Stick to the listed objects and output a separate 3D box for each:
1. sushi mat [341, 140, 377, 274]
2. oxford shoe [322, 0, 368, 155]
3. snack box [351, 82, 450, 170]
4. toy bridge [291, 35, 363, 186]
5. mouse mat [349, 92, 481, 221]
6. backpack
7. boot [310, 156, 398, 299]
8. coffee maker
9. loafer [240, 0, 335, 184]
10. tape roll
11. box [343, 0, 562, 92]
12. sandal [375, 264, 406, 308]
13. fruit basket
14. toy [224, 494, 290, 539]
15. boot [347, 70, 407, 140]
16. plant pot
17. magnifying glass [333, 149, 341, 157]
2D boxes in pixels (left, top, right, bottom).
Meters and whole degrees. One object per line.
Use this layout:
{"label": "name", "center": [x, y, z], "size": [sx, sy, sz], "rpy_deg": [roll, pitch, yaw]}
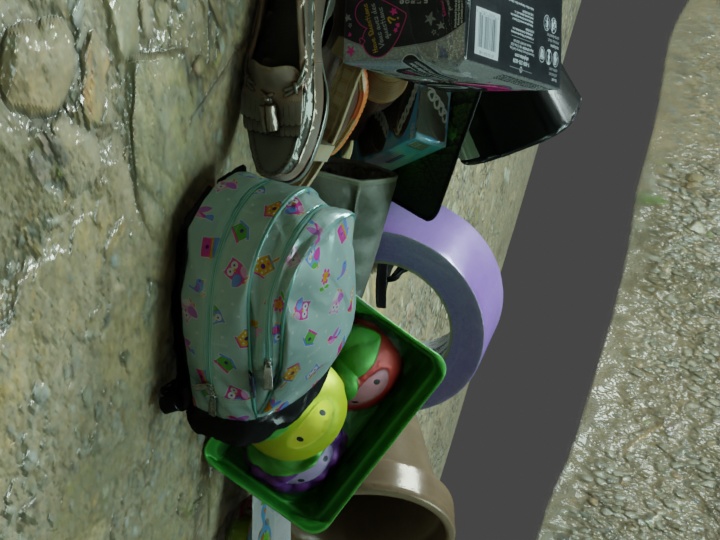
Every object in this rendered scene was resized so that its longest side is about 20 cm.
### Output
{"label": "sushi mat", "center": [-0.001, -0.071, 1.818], "size": [0.096, 0.012, 0.201], "rpy_deg": [-25, 134, -44]}
{"label": "oxford shoe", "center": [-0.036, -0.181, 1.501], "size": [0.073, 0.071, 0.201], "rpy_deg": [-25, 136, -41]}
{"label": "snack box", "center": [0.043, -0.198, 1.653], "size": [0.116, 0.037, 0.201], "rpy_deg": [-21, -121, 56]}
{"label": "toy bridge", "center": [-0.042, -0.104, 1.473], "size": [0.201, 0.027, 0.067], "rpy_deg": [-61, 168, 9]}
{"label": "mouse mat", "center": [0.051, -0.143, 1.660], "size": [0.200, 0.008, 0.162], "rpy_deg": [34, -73, 62]}
{"label": "backpack", "center": [-0.074, 0.019, 1.366], "size": [0.167, 0.126, 0.201], "rpy_deg": [-58, 157, -48]}
{"label": "boot", "center": [0.002, 0.001, 1.651], "size": [0.073, 0.181, 0.201], "rpy_deg": [-139, -120, -66]}
{"label": "coffee maker", "center": [0.141, -0.224, 1.779], "size": [0.135, 0.192, 0.200], "rpy_deg": [-43, 111, -38]}
{"label": "loafer", "center": [-0.062, -0.169, 1.363], "size": [0.063, 0.072, 0.201], "rpy_deg": [6, 92, -62]}
{"label": "tape roll", "center": [0.035, 0.033, 1.745], "size": [0.085, 0.199, 0.201], "rpy_deg": [-56, 159, -58]}
{"label": "box", "center": [0.078, -0.218, 1.449], "size": [0.200, 0.114, 0.133], "rpy_deg": [3, 90, -61]}
{"label": "sandal", "center": [0.052, -0.040, 1.880], "size": [0.075, 0.045, 0.200], "rpy_deg": [97, 9, -45]}
{"label": "fruit basket", "center": [-0.039, 0.119, 1.539], "size": [0.216, 0.155, 0.216], "rpy_deg": [-52, -171, 12]}
{"label": "toy", "center": [-0.102, 0.242, 1.731], "size": [0.115, 0.047, 0.201], "rpy_deg": [-45, 145, -63]}
{"label": "boot", "center": [0.000, -0.234, 1.594], "size": [0.166, 0.072, 0.201], "rpy_deg": [132, -44, -67]}
{"label": "plant pot", "center": [0.002, 0.221, 1.937], "size": [0.201, 0.199, 0.175], "rpy_deg": [92, -2, -50]}
{"label": "magnifying glass", "center": [-0.035, -0.117, 1.655], "size": [0.200, 0.022, 0.080], "rpy_deg": [88, 17, -51]}
